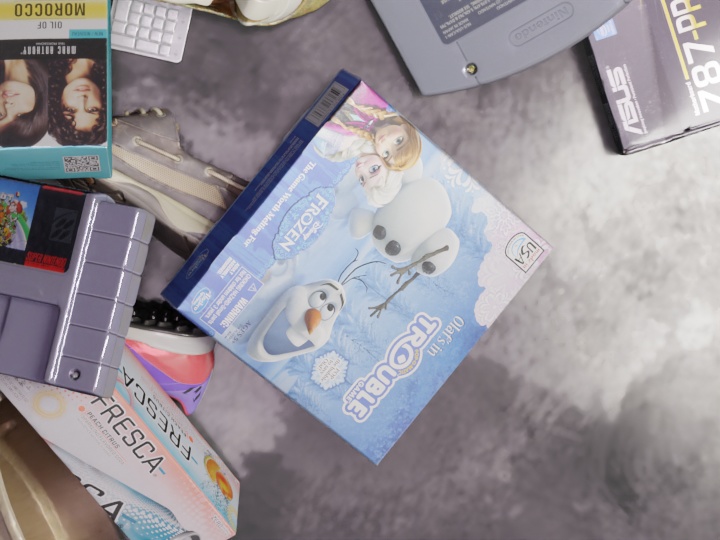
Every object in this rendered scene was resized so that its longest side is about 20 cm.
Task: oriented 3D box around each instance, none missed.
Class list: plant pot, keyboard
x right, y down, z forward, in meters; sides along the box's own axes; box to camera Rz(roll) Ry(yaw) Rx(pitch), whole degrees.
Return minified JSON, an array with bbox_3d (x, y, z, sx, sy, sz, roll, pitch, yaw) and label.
[{"bbox_3d":[-0.277,0.207,1.697,0.183,0.200,0.201,-26,94,9],"label":"plant pot"},{"bbox_3d":[-0.133,-0.250,1.763,0.056,0.011,0.200,12,91,-4],"label":"keyboard"}]

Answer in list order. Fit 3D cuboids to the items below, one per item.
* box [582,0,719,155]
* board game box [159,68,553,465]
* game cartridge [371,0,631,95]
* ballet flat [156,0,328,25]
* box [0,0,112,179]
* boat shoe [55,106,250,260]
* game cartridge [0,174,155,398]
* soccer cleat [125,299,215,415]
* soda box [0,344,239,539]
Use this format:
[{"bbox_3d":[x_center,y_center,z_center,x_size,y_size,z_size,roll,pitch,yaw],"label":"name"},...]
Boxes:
[{"bbox_3d":[0.230,-0.199,1.767,0.161,0.049,0.200,-17,93,2],"label":"box"},{"bbox_3d":[0.000,0.000,1.730,0.199,0.043,0.200,39,90,-28],"label":"board game box"},{"bbox_3d":[0.107,-0.210,1.736,0.200,0.042,0.133,-28,94,18],"label":"game cartridge"},{"bbox_3d":[-0.096,-0.199,1.706,0.200,0.071,0.071,12,92,-30],"label":"ballet flat"},{"bbox_3d":[-0.211,-0.161,1.703,0.082,0.049,0.200,-2,67,-3],"label":"box"},{"bbox_3d":[-0.153,-0.074,1.747,0.200,0.074,0.073,33,73,-6],"label":"boat shoe"},{"bbox_3d":[-0.238,0.002,1.647,0.200,0.038,0.130,10,88,26],"label":"game cartridge"},{"bbox_3d":[-0.201,0.053,1.748,0.200,0.068,0.073,8,109,-1],"label":"soccer cleat"},{"bbox_3d":[-0.165,0.110,1.711,0.068,0.064,0.200,-30,114,17],"label":"soda box"}]
